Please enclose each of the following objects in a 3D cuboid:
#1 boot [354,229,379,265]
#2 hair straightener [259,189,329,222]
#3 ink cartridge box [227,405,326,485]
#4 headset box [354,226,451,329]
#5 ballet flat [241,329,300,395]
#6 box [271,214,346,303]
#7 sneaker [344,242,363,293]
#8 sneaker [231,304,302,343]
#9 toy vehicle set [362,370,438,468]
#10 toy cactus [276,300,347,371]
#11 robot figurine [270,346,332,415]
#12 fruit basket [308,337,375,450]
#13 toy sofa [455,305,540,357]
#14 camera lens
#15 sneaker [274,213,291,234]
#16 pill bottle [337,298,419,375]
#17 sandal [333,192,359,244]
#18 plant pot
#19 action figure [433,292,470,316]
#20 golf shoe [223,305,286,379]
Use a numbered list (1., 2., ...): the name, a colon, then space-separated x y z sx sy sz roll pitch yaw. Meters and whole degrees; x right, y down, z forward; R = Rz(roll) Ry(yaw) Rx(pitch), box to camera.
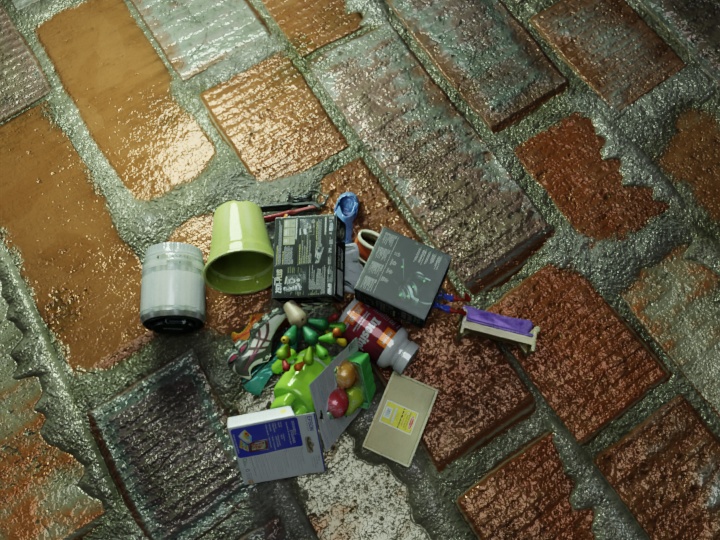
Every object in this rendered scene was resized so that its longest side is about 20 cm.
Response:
1. boot: 0.067 -0.031 1.683 0.198 0.108 0.075 32 64 8
2. hair straightener: -0.182 -0.190 1.777 0.197 0.041 0.078 -15 71 -5
3. ink cartridge box: -0.190 0.401 1.492 0.197 0.200 0.047 -10 33 -5
4. headset box: 0.109 0.021 1.560 0.198 0.093 0.176 22 74 10
5. ballet flat: -0.207 0.233 1.621 0.070 0.067 0.200 46 76 -10
6. box: -0.124 -0.025 1.585 0.161 0.086 0.203 -3 78 14
7. sneaker: 0.000 0.000 1.655 0.197 0.075 0.117 14 105 -8
8. sneaker: -0.238 0.129 1.645 0.199 0.073 0.078 -33 76 -11
9. toy vehicle set: 0.098 0.362 1.583 0.123 0.027 0.202 22 72 8
10. toy cactus: -0.129 0.139 1.519 0.198 0.103 0.166 -28 67 -25
11. robot figurine: -0.130 0.271 1.555 0.175 0.115 0.201 45 51 -12
12. fruit basket: -0.049 0.283 1.508 0.093 0.188 0.199 9 33 38
13. toy sofa: 0.344 0.144 1.631 0.197 0.083 0.099 14 72 6
14. camera lens: -0.469 0.050 1.630 0.157 0.160 0.203 -5 70 -1
15. sneaker: -0.151 -0.057 1.722 0.078 0.075 0.200 -45 75 7
16. pill bottle: 0.044 0.165 1.609 0.199 0.113 0.113 35 74 12
17. sandal: -0.048 -0.129 1.729 0.078 0.087 0.203 12 72 -6
18. plant pot: -0.309 -0.070 1.670 0.197 0.201 0.186 -10 59 -3
19. action figure: 0.165 0.061 1.624 0.198 0.099 0.066 5 64 38
20. golf shoe: -0.240 0.171 1.578 0.200 0.077 0.088 -45 98 -6
